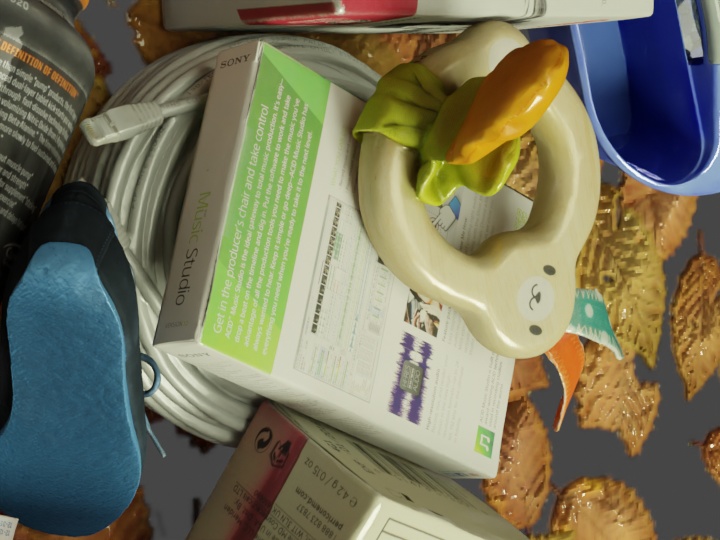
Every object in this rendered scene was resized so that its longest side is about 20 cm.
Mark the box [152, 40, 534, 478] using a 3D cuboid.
[{"bbox_3d":[0.000,0.000,0.988,0.200,0.036,0.145,29,65,-41],"label":"box"}]

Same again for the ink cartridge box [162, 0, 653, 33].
[{"bbox_3d":[0.025,-0.158,1.028,0.200,0.145,0.084,-4,94,-38],"label":"ink cartridge box"}]

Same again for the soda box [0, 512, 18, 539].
[{"bbox_3d":[-0.247,0.108,0.880,0.200,0.070,0.064,19,83,-37],"label":"soda box"}]

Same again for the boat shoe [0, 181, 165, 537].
[{"bbox_3d":[-0.118,0.043,0.929,0.084,0.200,0.069,12,49,-8],"label":"boat shoe"}]

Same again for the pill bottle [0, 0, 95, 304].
[{"bbox_3d":[-0.178,-0.057,0.901,0.106,0.106,0.200,31,74,-35],"label":"pill bottle"}]

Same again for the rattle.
[{"bbox_3d":[0.095,-0.013,0.960,0.130,0.143,0.200,-37,109,-41],"label":"rattle"}]

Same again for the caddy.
[{"bbox_3d":[0.167,-0.141,1.141,0.141,0.105,0.200,-18,105,-15],"label":"caddy"}]

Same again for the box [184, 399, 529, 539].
[{"bbox_3d":[-0.024,0.182,0.997,0.128,0.109,0.200,27,95,-39],"label":"box"}]

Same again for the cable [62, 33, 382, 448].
[{"bbox_3d":[-0.050,-0.014,1.029,0.200,0.069,0.200,-30,111,-33],"label":"cable"}]
